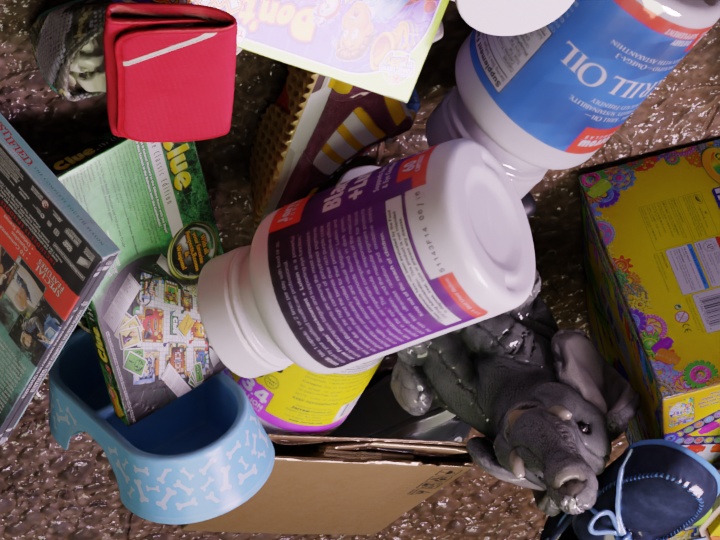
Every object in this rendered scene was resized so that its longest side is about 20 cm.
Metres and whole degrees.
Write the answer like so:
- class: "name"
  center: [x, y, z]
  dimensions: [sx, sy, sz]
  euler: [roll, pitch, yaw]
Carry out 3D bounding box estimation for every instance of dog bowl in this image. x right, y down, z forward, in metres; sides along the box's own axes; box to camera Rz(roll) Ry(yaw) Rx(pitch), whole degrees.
- class: "dog bowl"
  center: [-0.143, 0.096, 1.688]
  dimensions: [0.111, 0.200, 0.050]
  euler: [-30, 130, -23]

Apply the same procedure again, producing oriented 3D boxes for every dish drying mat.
- class: "dish drying mat"
  center: [-0.111, -0.112, 1.437]
  dimensions: [0.076, 0.018, 0.200]
  euler: [-1, 164, -5]

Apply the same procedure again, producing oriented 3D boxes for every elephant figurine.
- class: "elephant figurine"
  center: [0.120, 0.101, 1.656]
  dimensions: [0.155, 0.200, 0.142]
  euler: [-23, 147, -33]

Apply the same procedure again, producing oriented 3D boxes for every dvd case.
- class: "dvd case"
  center: [-0.242, 0.002, 1.581]
  dimensions: [0.022, 0.146, 0.200]
  euler: [-26, 158, -48]

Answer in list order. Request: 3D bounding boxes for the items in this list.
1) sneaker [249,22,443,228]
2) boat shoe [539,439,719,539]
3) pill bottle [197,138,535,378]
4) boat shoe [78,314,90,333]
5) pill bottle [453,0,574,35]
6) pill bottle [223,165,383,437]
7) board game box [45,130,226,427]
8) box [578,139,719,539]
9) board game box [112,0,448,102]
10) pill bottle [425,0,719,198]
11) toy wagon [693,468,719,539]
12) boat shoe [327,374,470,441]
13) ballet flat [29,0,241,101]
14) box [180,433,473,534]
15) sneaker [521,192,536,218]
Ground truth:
- class: "sneaker"
  center: [-0.011, -0.093, 1.582]
  dimensions: [0.089, 0.075, 0.201]
  euler: [7, 138, -18]
- class: "boat shoe"
  center: [0.180, 0.175, 1.653]
  dimensions: [0.084, 0.069, 0.200]
  euler: [37, 152, 1]
- class: "pill bottle"
  center: [0.000, 0.000, 1.546]
  dimensions: [0.199, 0.112, 0.111]
  euler: [-21, 143, 27]
- class: "boat shoe"
  center: [-0.169, 0.012, 1.663]
  dimensions: [0.199, 0.069, 0.075]
  euler: [14, 132, -33]
- class: "pill bottle"
  center: [0.064, -0.223, 1.343]
  dimensions: [0.110, 0.201, 0.111]
  euler: [-8, 141, -7]
- class: "pill bottle"
  center: [-0.020, 0.021, 1.694]
  dimensions: [0.104, 0.105, 0.200]
  euler: [7, 137, -25]
- class: "board game box"
  center: [-0.138, -0.004, 1.610]
  dimensions: [0.104, 0.023, 0.201]
  euler: [-28, 127, -23]
- class: "box"
  center: [0.240, 0.052, 1.736]
  dimensions: [0.121, 0.201, 0.193]
  euler: [-14, 143, -4]
- class: "board game box"
  center: [-0.036, -0.191, 1.428]
  dimensions: [0.199, 0.045, 0.135]
  euler: [15, 103, -33]
- class: "pill bottle"
  center: [0.130, -0.135, 1.545]
  dimensions: [0.112, 0.113, 0.200]
  euler: [14, 134, -32]
- class: "toy wagon"
  center: [0.293, 0.161, 1.694]
  dimensions: [0.154, 0.040, 0.200]
  euler: [8, 135, -28]
- class: "boat shoe"
  center: [-0.010, 0.130, 1.854]
  dimensions: [0.198, 0.076, 0.061]
  euler: [-13, 136, -1]
- class: "ballet flat"
  center: [-0.103, -0.152, 1.484]
  dimensions: [0.199, 0.072, 0.072]
  euler: [-22, 141, 9]
- class: "box"
  center: [-0.028, 0.160, 1.806]
  dimensions: [0.162, 0.021, 0.200]
  euler: [4, 159, -21]
- class: "sneaker"
  center: [0.079, 0.006, 1.734]
  dimensions: [0.082, 0.072, 0.201]
  euler: [-3, 140, -16]
